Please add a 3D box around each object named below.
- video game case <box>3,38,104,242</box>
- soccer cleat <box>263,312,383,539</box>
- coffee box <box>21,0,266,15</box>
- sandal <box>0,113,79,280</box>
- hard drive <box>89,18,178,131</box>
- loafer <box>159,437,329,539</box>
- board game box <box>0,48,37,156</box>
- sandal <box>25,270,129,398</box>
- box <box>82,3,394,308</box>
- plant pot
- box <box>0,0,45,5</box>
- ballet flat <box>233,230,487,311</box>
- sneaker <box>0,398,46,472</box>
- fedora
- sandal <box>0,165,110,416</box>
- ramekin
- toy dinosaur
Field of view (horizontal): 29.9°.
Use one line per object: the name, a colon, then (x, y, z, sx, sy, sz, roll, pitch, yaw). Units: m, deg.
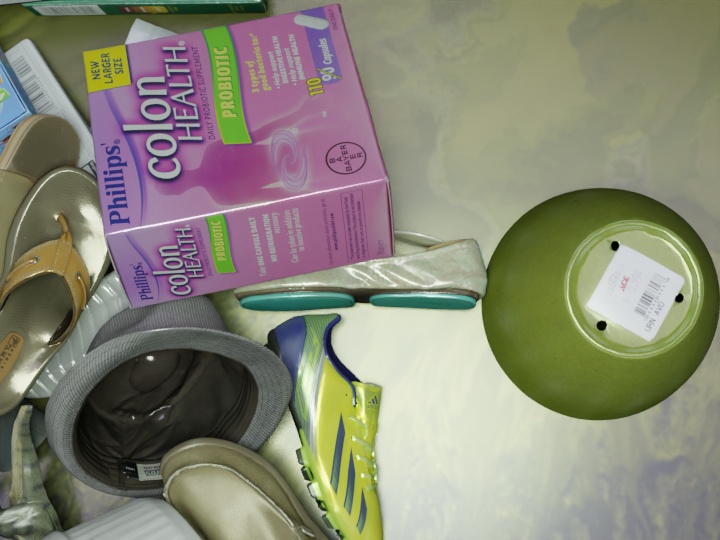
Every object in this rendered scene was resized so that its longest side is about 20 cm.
video game case: (-0.292, -0.062, 1.081, 0.182, 0.024, 0.200, -36, 69, 0)
soccer cleat: (-0.013, 0.128, 1.059, 0.084, 0.065, 0.200, -21, 85, -6)
coffee box: (-0.175, -0.271, 1.106, 0.200, 0.044, 0.123, -2, 85, 3)
sandal: (-0.293, -0.027, 1.034, 0.070, 0.078, 0.212, 9, 65, 46)
hard drive: (-0.114, -0.109, 1.100, 0.200, 0.026, 0.132, 21, 87, 5)
loafer: (-0.072, 0.206, 1.020, 0.076, 0.067, 0.200, -41, 107, 17)
board game box: (-0.371, -0.119, 1.084, 0.200, 0.037, 0.151, -34, 65, 1)
sandal: (-0.216, 0.044, 1.083, 0.202, 0.050, 0.083, -22, 101, 8)
box: (-0.091, -0.087, 0.995, 0.200, 0.097, 0.176, -12, 56, -3)
plant pot: (0.187, 0.019, 0.988, 0.187, 0.200, 0.187, 0, 85, 2)
box: (-0.247, -0.276, 1.058, 0.200, 0.060, 0.117, -6, 85, 3)
ballet flat: (0.000, 0.000, 1.071, 0.200, 0.067, 0.062, 0, 76, -3)
sneaker: (-0.349, 0.134, 1.071, 0.200, 0.106, 0.075, -19, 44, 25)
fedora: (-0.150, 0.083, 1.027, 0.177, 0.090, 0.200, 10, 129, -25)
sandal: (-0.237, 0.018, 0.995, 0.080, 0.054, 0.200, 30, 77, -21)
ramekin: (-0.147, 0.259, 0.993, 0.094, 0.202, 0.203, -31, 84, -22)
toy dinosaur: (-0.274, 0.194, 1.058, 0.088, 0.047, 0.200, -7, 112, 6)
